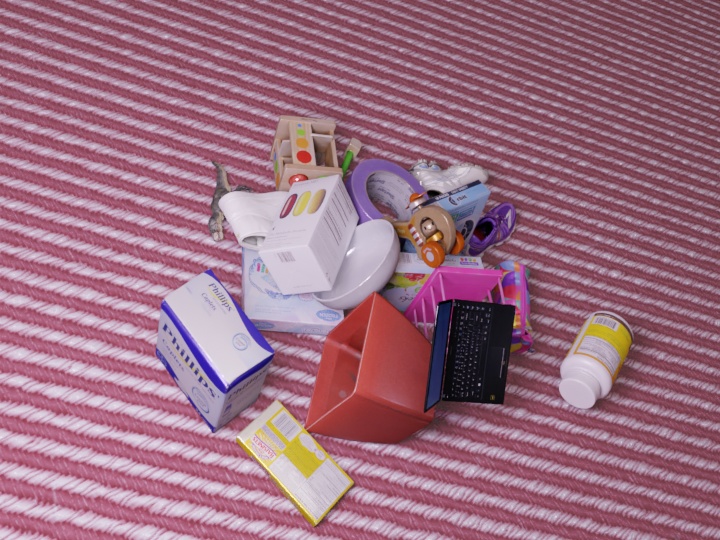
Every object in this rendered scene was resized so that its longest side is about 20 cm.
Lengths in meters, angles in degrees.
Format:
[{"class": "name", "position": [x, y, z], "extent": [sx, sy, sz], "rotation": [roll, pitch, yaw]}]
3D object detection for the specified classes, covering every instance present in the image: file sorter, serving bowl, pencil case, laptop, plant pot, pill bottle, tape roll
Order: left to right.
[{"class": "serving bowl", "position": [0.000, 0.000, 1.422], "extent": [0.066, 0.197, 0.203], "rotation": [48, 48, -27]}, {"class": "plant pot", "position": [0.034, 0.196, 1.350], "extent": [0.173, 0.200, 0.204], "rotation": [26, 52, -18]}, {"class": "tape roll", "position": [0.050, -0.130, 1.602], "extent": [0.196, 0.085, 0.204], "rotation": [19, 49, -22]}, {"class": "file sorter", "position": [0.181, 0.100, 1.452], "extent": [0.135, 0.201, 0.128], "rotation": [4, 59, -17]}, {"class": "laptop", "position": [0.189, 0.146, 1.289], "extent": [0.194, 0.103, 0.183], "rotation": [6, 94, -18]}, {"class": "pencil case", "position": [0.321, 0.078, 1.591], "extent": [0.086, 0.089, 0.204], "rotation": [12, 54, -12]}, {"class": "pill bottle", "position": [0.482, 0.185, 1.563], "extent": [0.108, 0.110, 0.200], "rotation": [37, 54, 7]}]

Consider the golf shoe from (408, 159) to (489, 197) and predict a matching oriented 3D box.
[{"class": "golf shoe", "position": [0.205, -0.195, 1.744], "extent": [0.194, 0.078, 0.100], "rotation": [0, 75, -13]}]

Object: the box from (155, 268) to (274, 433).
[{"class": "box", "position": [-0.249, 0.138, 1.266], "extent": [0.104, 0.201, 0.185], "rotation": [-32, 72, -33]}]

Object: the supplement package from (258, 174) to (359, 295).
[{"class": "supplement package", "position": [-0.093, -0.069, 1.427], "extent": [0.111, 0.111, 0.203], "rotation": [-7, 41, 26]}]

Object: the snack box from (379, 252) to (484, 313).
[{"class": "snack box", "position": [0.134, 0.029, 1.514], "extent": [0.194, 0.143, 0.054], "rotation": [3, 54, -17]}]

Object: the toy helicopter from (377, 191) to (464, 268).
[{"class": "toy helicopter", "position": [0.097, -0.086, 1.421], "extent": [0.078, 0.197, 0.136], "rotation": [-29, 112, -36]}]

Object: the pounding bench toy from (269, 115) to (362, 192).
[{"class": "pounding bench toy", "position": [-0.082, -0.217, 1.606], "extent": [0.194, 0.125, 0.160], "rotation": [2, 57, -19]}]

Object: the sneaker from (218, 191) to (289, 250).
[{"class": "sneaker", "position": [-0.175, -0.090, 1.480], "extent": [0.197, 0.074, 0.117], "rotation": [-6, 60, -45]}]

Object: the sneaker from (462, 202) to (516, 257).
[{"class": "sneaker", "position": [0.295, -0.095, 1.693], "extent": [0.080, 0.084, 0.199], "rotation": [42, 53, 10]}]

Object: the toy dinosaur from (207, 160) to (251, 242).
[{"class": "toy dinosaur", "position": [-0.265, -0.150, 1.547], "extent": [0.085, 0.048, 0.204], "rotation": [3, 54, -10]}]

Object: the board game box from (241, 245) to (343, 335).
[{"class": "board game box", "position": [-0.134, 0.024, 1.479], "extent": [0.194, 0.044, 0.203], "rotation": [6, 54, -16]}]

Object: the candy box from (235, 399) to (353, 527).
[{"class": "candy box", "position": [-0.113, 0.328, 1.302], "extent": [0.200, 0.027, 0.102], "rotation": [45, 57, 11]}]

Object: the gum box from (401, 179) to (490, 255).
[{"class": "gum box", "position": [0.166, -0.075, 1.553], "extent": [0.167, 0.203, 0.045], "rotation": [-23, 58, -33]}]
